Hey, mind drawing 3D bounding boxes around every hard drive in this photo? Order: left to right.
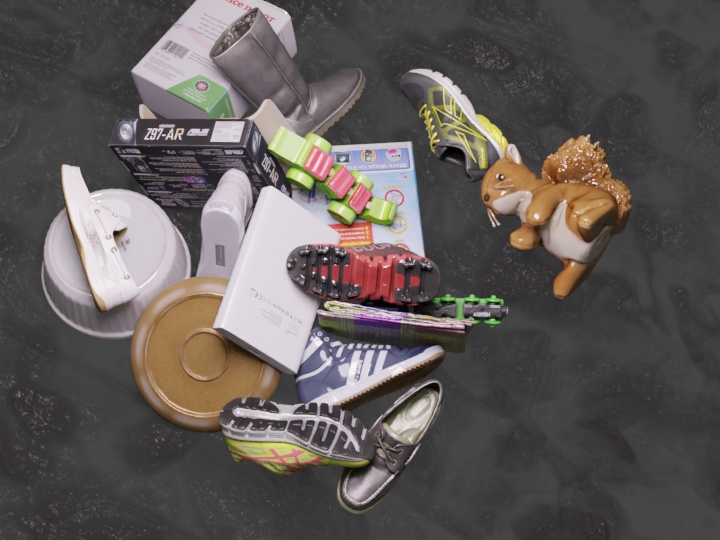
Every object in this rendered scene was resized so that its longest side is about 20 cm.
[{"bbox_3d":[-0.103,0.013,1.624,0.132,0.027,0.202,35,62,-34],"label":"hard drive"}]

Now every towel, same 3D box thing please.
[{"bbox_3d":[0.046,0.074,1.641,0.198,0.144,0.023,7,75,3],"label":"towel"}]

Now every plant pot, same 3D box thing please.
[{"bbox_3d":[-0.197,0.108,1.628,0.198,0.027,0.202,0,90,-1],"label":"plant pot"}]

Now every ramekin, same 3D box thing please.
[{"bbox_3d":[-0.326,-0.016,1.690,0.200,0.094,0.204,1,64,-3],"label":"ramekin"}]

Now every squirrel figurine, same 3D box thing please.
[{"bbox_3d":[0.267,-0.098,1.758,0.186,0.142,0.200,34,53,24],"label":"squirrel figurine"}]

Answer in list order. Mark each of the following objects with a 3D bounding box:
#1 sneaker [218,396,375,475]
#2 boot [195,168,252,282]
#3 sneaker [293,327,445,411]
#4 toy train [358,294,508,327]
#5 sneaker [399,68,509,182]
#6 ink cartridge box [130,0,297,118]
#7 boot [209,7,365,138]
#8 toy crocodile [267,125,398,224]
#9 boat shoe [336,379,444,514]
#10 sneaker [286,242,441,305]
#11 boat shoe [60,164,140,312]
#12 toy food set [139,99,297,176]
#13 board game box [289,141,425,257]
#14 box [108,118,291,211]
[{"bbox_3d":[-0.077,0.218,1.596,0.198,0.091,0.078,11,36,11],"label":"sneaker"},{"bbox_3d":[-0.170,-0.035,1.668,0.073,0.201,0.096,15,43,3],"label":"boot"},{"bbox_3d":[0.003,0.112,1.651,0.199,0.070,0.109,-24,67,-3],"label":"sneaker"},{"bbox_3d":[0.096,0.051,1.699,0.198,0.056,0.042,2,91,0],"label":"toy train"},{"bbox_3d":[0.122,-0.207,1.816,0.200,0.075,0.085,42,70,16],"label":"sneaker"},{"bbox_3d":[-0.206,-0.300,1.828,0.144,0.084,0.200,28,66,22],"label":"ink cartridge box"},{"bbox_3d":[-0.099,-0.283,1.780,0.182,0.072,0.200,-51,119,-24],"label":"boot"},{"bbox_3d":[-0.036,-0.120,1.675,0.200,0.062,0.068,38,77,-25],"label":"toy crocodile"},{"bbox_3d":[0.039,0.215,1.614,0.072,0.066,0.201,35,68,13],"label":"boat shoe"},{"bbox_3d":[0.000,0.000,1.640,0.198,0.098,0.072,6,101,-9],"label":"sneaker"},{"bbox_3d":[-0.328,-0.047,1.617,0.069,0.071,0.202,-17,75,-12],"label":"boat shoe"},{"bbox_3d":[-0.181,-0.180,1.713,0.198,0.144,0.061,0,62,24],"label":"toy food set"},{"bbox_3d":[-0.018,-0.075,1.756,0.198,0.056,0.198,-3,65,-4],"label":"board game box"},{"bbox_3d":[-0.209,-0.138,1.689,0.198,0.160,0.044,2,62,20],"label":"box"}]
